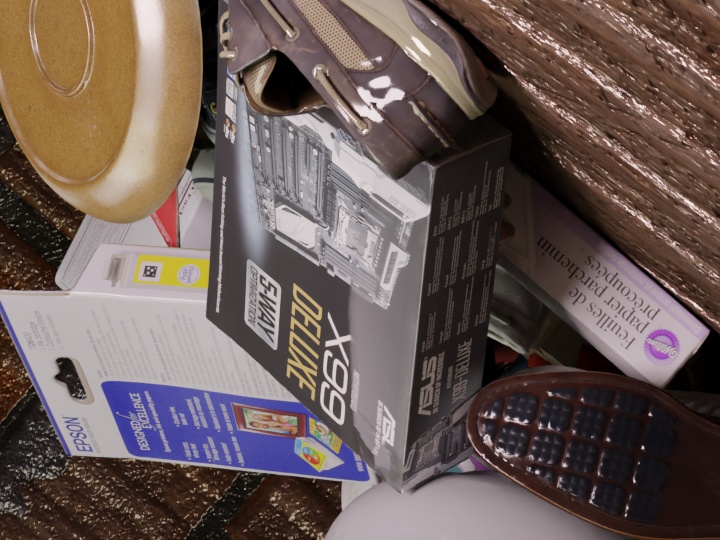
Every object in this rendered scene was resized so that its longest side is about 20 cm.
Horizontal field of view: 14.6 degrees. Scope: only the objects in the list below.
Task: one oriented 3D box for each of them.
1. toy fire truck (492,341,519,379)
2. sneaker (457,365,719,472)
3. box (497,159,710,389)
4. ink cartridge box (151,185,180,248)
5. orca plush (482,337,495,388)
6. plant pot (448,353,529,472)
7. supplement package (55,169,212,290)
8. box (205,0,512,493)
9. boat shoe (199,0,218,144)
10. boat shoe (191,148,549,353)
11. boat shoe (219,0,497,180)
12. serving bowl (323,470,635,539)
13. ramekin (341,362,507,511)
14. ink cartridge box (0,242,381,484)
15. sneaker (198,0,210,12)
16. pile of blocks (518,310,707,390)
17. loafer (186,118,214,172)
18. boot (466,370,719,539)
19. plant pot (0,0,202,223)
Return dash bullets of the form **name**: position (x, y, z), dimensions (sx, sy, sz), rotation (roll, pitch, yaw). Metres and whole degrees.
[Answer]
- **toy fire truck**: position (0.138, 0.094, 1.664), dimensions (0.200, 0.112, 0.168), rotation (39, 151, 6)
- **sneaker**: position (0.138, 0.099, 1.427), dimensions (0.200, 0.073, 0.114), rotation (22, 159, -16)
- **box**: position (0.079, -0.020, 1.355), dimensions (0.200, 0.039, 0.041), rotation (41, 175, 1)
- **ink cartridge box**: position (-0.157, -0.119, 1.553), dimensions (0.200, 0.045, 0.176), rotation (59, 159, 29)
- **orca plush**: position (0.050, 0.034, 1.599), dimensions (0.105, 0.071, 0.200), rotation (45, 163, 19)
- **plant pot**: position (0.150, 0.157, 1.531), dimensions (0.199, 0.141, 0.142), rotation (15, 127, 28)
- **supplement package**: position (-0.062, 0.002, 1.787), dimensions (0.191, 0.148, 0.200), rotation (27, -179, -21)
- **box**: position (-0.005, -0.018, 1.320), dimensions (0.158, 0.050, 0.201), rotation (42, 142, 35)
- **boat shoe**: position (-0.059, -0.113, 1.456), dimensions (0.091, 0.071, 0.200), rotation (44, 168, -17)
- **boat shoe**: position (0.001, 0.000, 1.470), dimensions (0.201, 0.086, 0.075), rotation (18, 177, -3)
- **boat shoe**: position (-0.030, -0.106, 1.215), dimensions (0.200, 0.073, 0.075), rotation (37, 174, 39)
- **serving bowl**: position (0.081, 0.144, 1.392), dimensions (0.199, 0.066, 0.200), rotation (16, 164, 5)
- **ramekin**: position (0.085, 0.137, 1.856), dimensions (0.200, 0.200, 0.105), rotation (39, 165, 16)
- **ink cartridge box**: position (-0.092, 0.053, 1.623), dimensions (0.199, 0.047, 0.198), rotation (6, 150, 12)
- **sneaker**: position (-0.085, -0.121, 1.633), dimensions (0.088, 0.077, 0.200), rotation (26, 180, 1)
- **pile of blocks**: position (0.127, 0.052, 1.496), dimensions (0.082, 0.062, 0.200), rotation (41, 176, -8)
- **loafer**: position (-0.040, -0.044, 1.592), dimensions (0.199, 0.068, 0.076), rotation (20, 172, 2)
- **boot**: position (0.148, 0.098, 1.338), dimensions (0.199, 0.075, 0.097), rotation (13, 170, 7)
- **plant pot**: position (-0.143, -0.121, 1.423), dimensions (0.027, 0.201, 0.200), rotation (-11, -149, -34)
